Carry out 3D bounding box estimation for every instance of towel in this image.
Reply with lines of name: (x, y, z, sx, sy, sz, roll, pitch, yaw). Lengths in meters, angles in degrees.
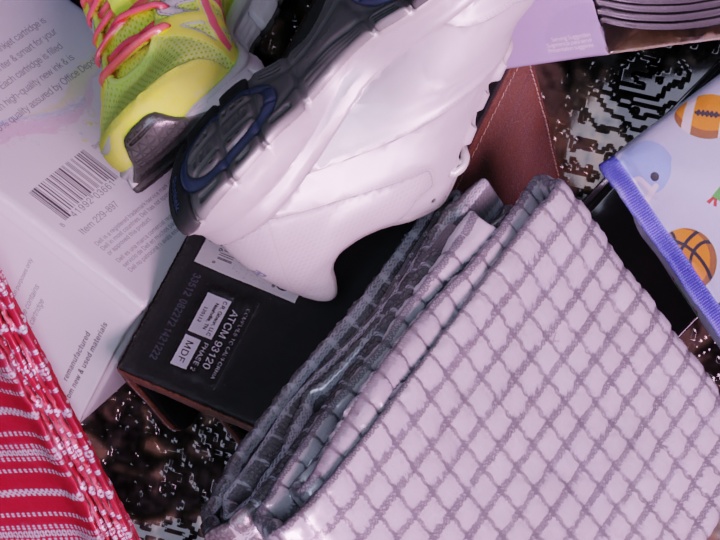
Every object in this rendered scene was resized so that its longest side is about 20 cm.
towel: (0.047, 0.082, 0.918, 0.166, 0.085, 0.200, 50, 59, -21)
towel: (-0.187, 0.055, 1.036, 0.144, 0.022, 0.201, -4, 120, 41)

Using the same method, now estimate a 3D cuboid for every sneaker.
sneaker: (-0.092, -0.106, 1.011, 0.078, 0.200, 0.090, -37, 110, 18)
sneaker: (0.015, -0.073, 0.917, 0.200, 0.075, 0.087, -43, 120, 12)

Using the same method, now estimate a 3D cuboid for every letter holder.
letter holder: (0.000, 0.000, 1.027, 0.100, 0.142, 0.201, 20, 72, 22)

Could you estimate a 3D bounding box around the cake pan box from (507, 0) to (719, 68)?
cake pan box: (0.140, -0.174, 0.978, 0.183, 0.052, 0.201, -6, 50, 18)

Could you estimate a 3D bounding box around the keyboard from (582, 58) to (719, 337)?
keyboard: (0.185, -0.027, 1.064, 0.127, 0.021, 0.200, 46, 100, 7)

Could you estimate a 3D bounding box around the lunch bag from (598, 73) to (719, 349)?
lunch bag: (0.226, -0.006, 0.986, 0.170, 0.124, 0.201, -38, 77, 8)

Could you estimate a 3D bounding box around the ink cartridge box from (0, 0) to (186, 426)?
ink cartridge box: (-0.153, -0.048, 1.057, 0.200, 0.145, 0.088, 38, 129, 6)
